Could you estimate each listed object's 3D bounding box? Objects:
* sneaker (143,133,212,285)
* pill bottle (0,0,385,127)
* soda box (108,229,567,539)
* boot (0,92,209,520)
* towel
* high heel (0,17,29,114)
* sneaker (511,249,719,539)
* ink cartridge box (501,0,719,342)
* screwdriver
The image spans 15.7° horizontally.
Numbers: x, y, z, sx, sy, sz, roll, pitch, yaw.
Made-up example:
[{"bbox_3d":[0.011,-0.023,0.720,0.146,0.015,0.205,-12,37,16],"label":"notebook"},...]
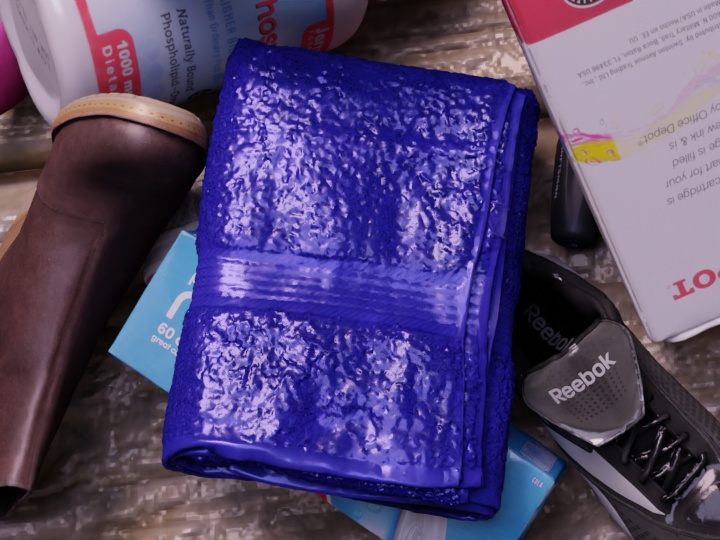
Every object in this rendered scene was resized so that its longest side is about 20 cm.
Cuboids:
[{"bbox_3d":[-0.019,-0.058,1.237,0.199,0.074,0.088,-21,75,10],"label":"sneaker"},{"bbox_3d":[-0.067,-0.143,1.238,0.199,0.109,0.109,-21,68,-16],"label":"pill bottle"},{"bbox_3d":[-0.009,0.062,1.171,0.200,0.064,0.068,34,99,7],"label":"soda box"},{"bbox_3d":[-0.130,0.021,1.181,0.072,0.200,0.167,17,67,-18],"label":"boot"},{"bbox_3d":[0.000,0.000,1.123,0.147,0.050,0.201,9,69,-4],"label":"towel"},{"bbox_3d":[-0.117,-0.150,1.289,0.096,0.067,0.201,22,75,29],"label":"high heel"},{"bbox_3d":[0.113,0.064,1.158,0.066,0.090,0.200,-42,68,4],"label":"sneaker"},{"bbox_3d":[0.152,-0.091,1.149,0.147,0.086,0.201,-22,113,4],"label":"ink cartridge box"},{"bbox_3d":[0.113,-0.108,1.246,0.028,0.029,0.201,5,78,14],"label":"screwdriver"}]
